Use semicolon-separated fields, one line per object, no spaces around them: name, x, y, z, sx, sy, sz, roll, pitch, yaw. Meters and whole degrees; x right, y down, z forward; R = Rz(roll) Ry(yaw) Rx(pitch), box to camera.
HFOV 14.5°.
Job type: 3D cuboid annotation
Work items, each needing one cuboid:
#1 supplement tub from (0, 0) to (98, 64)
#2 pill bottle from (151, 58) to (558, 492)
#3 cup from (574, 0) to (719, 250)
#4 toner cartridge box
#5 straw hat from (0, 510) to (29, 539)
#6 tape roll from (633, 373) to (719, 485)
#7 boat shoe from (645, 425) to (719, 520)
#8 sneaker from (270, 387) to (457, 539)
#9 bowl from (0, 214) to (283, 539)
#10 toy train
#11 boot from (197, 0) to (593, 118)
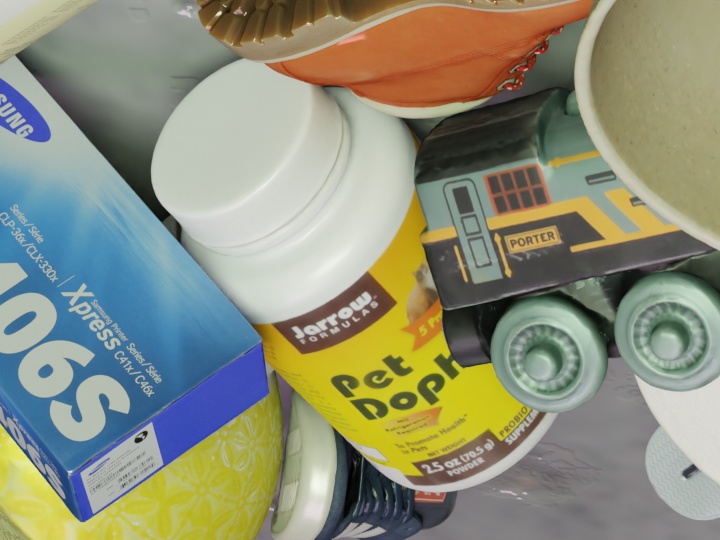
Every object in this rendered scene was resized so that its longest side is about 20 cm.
supplement tub;-0.139;-0.145;0.959;0.145;0.146;0.199;32;144;-28
pill bottle;0.000;0.000;1.171;0.109;0.110;0.200;-9;142;33
cup;0.177;-0.105;0.898;0.199;0.144;0.201;10;150;6
toner cartridge box;-0.132;-0.004;1.132;0.200;0.095;0.043;47;159;26
straw hat;-0.150;0.069;1.355;0.200;0.201;0.085;28;106;-22
tape roll;0.202;0.018;1.115;0.201;0.037;0.204;10;125;14
boat shoe;0.202;0.035;1.194;0.200;0.062;0.072;-35;93;34
sneaker;0.005;0.093;1.313;0.084;0.076;0.200;10;-179;0
bowl;-0.094;0.037;1.231;0.107;0.201;0.200;-38;127;18
toy train;0.113;-0.019;1.055;0.199;0.085;0.115;-12;107;26
boot;0.050;-0.106;1.032;0.199;0.076;0.107;-9;154;34
